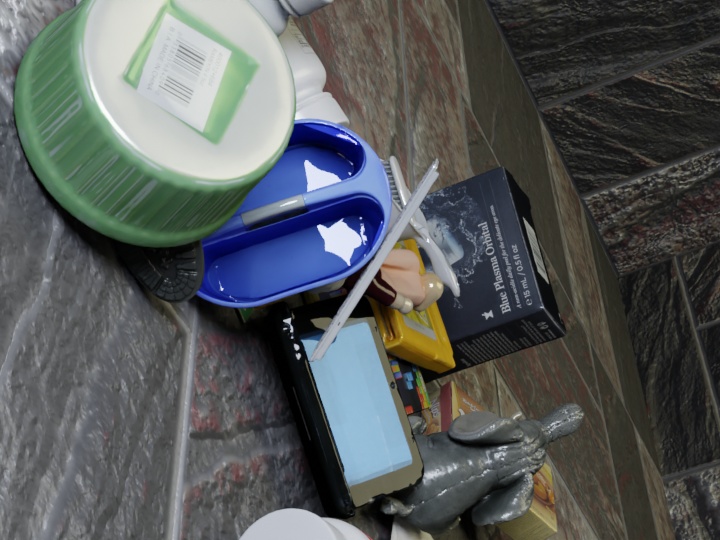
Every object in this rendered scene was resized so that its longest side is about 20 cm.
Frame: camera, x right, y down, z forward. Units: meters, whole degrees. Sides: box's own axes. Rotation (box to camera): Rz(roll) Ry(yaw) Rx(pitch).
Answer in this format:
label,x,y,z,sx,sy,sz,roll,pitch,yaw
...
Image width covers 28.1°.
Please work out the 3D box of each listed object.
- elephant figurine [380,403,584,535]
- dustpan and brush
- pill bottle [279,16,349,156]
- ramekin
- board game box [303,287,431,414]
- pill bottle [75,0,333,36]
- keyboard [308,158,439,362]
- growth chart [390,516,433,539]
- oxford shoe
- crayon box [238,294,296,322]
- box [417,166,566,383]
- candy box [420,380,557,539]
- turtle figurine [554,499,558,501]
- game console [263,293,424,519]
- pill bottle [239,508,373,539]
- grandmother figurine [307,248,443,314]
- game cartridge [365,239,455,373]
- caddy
label,x,y,z,sx,sy,sz,roll,pitch,yaw
elephant figurine,0.132,0.197,1.512,0.142,0.199,0.156,57,23,-46
dustpan and brush,0.050,-0.056,1.563,0.201,0.057,0.140,70,15,10
pill bottle,-0.103,-0.192,1.345,0.200,0.113,0.113,56,15,7
ramekin,-0.144,-0.127,1.062,0.199,0.098,0.201,13,65,-30
board game box,0.004,0.069,1.571,0.165,0.056,0.201,1,70,-74
pill bottle,-0.131,-0.234,1.226,0.114,0.199,0.114,-20,90,-74
keyboard,0.012,-0.009,1.238,0.011,0.200,0.056,31,10,-7
growth chart,0.055,0.318,1.508,0.200,0.018,0.145,-75,143,-64
oxford shoe,-0.166,-0.072,1.150,0.084,0.072,0.201,-14,84,-76
crayon box,-0.093,-0.045,1.395,0.200,0.051,0.126,-62,130,-69
box,0.126,0.008,1.781,0.117,0.199,0.198,40,33,-61
candy box,0.158,0.241,1.776,0.200,0.055,0.116,41,27,-24
turtle figurine,0.229,0.385,1.854,0.150,0.101,0.200,54,32,3
game console,-0.007,0.118,1.344,0.176,0.116,0.201,130,-58,-79
pill bottle,-0.018,0.266,1.154,0.200,0.113,0.114,48,27,-54
grandmother figurine,0.000,0.000,1.400,0.200,0.121,0.061,11,100,-61
game cartridge,0.044,0.018,1.602,0.200,0.032,0.177,25,44,-65
caddy,-0.072,-0.047,1.229,0.105,0.199,0.142,86,-14,-86
